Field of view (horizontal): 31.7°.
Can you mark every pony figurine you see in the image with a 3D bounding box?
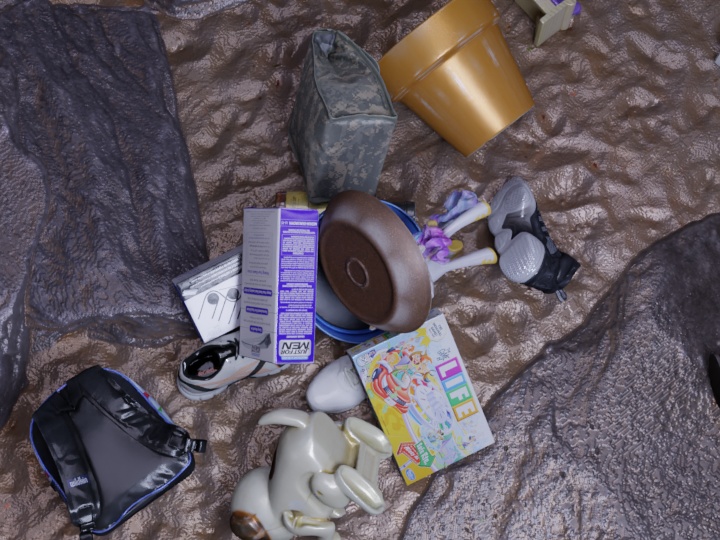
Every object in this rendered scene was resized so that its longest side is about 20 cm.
[{"bbox_3d":[0.080,-0.022,1.661,0.200,0.193,0.167,-34,53,-16],"label":"pony figurine"}]

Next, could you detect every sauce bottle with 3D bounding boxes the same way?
[{"bbox_3d":[-0.022,-0.079,1.796,0.200,0.066,0.066,2,73,-2],"label":"sauce bottle"}]

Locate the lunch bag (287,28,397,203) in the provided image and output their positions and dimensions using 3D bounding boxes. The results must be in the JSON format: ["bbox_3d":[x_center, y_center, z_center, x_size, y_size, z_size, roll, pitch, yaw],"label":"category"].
[{"bbox_3d":[-0.033,-0.218,1.761,0.117,0.164,0.200,-4,49,-19],"label":"lunch bag"}]

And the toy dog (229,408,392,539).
[{"bbox_3d":[-0.084,0.280,1.628,0.194,0.200,0.140,33,33,-26],"label":"toy dog"}]

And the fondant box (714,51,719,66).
[{"bbox_3d":[0.649,-0.338,1.879,0.200,0.058,0.144,-43,78,-11],"label":"fondant box"}]

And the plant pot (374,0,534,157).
[{"bbox_3d":[0.145,-0.270,1.798,0.200,0.200,0.183,-38,92,-11],"label":"plant pot"}]

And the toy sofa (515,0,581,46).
[{"bbox_3d":[0.243,-0.445,1.898,0.098,0.083,0.200,-37,76,-9],"label":"toy sofa"}]

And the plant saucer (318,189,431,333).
[{"bbox_3d":[0.007,-0.003,1.601,0.037,0.200,0.200,-29,74,-32],"label":"plant saucer"}]

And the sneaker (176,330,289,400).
[{"bbox_3d":[-0.158,0.114,1.727,0.200,0.080,0.074,-28,73,-10],"label":"sneaker"}]

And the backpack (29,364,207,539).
[{"bbox_3d":[-0.329,0.228,1.654,0.200,0.154,0.191,-36,84,-17],"label":"backpack"}]

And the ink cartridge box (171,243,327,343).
[{"bbox_3d":[-0.148,0.011,1.737,0.200,0.044,0.094,-27,104,-10],"label":"ink cartridge box"}]

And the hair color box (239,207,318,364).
[{"bbox_3d":[-0.107,0.018,1.658,0.065,0.109,0.200,3,91,-30],"label":"hair color box"}]

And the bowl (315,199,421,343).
[{"bbox_3d":[0.000,0.000,1.738,0.200,0.039,0.201,-2,95,-21],"label":"bowl"}]

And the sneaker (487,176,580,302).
[{"bbox_3d":[0.244,-0.039,1.778,0.114,0.075,0.200,35,34,-30],"label":"sneaker"}]

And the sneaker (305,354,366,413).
[{"bbox_3d":[0.015,0.130,1.722,0.200,0.080,0.070,-26,76,-6],"label":"sneaker"}]

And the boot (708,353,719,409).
[{"bbox_3d":[0.593,0.164,1.718,0.200,0.064,0.187,-23,87,-4],"label":"boot"}]

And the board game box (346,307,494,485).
[{"bbox_3d":[0.081,0.168,1.680,0.134,0.034,0.200,-26,107,-8],"label":"board game box"}]
